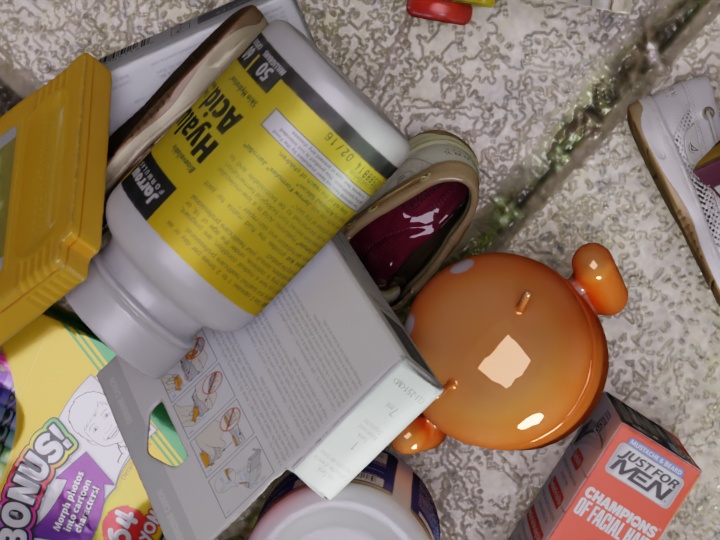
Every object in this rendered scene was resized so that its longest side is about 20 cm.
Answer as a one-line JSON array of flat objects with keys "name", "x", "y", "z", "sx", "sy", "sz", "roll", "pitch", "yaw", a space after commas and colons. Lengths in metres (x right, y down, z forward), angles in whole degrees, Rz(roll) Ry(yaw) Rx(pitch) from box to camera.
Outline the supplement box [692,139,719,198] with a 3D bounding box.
[{"name": "supplement box", "x": 0.319, "y": -0.089, "z": 1.226, "sx": 0.200, "sy": 0.103, "sz": 0.131, "roll": -43, "pitch": 92, "yaw": -15}]

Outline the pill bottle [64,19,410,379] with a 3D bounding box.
[{"name": "pill bottle", "x": -0.075, "y": -0.036, "z": 1.175, "sx": 0.111, "sy": 0.111, "sz": 0.200, "roll": 43, "pitch": 95, "yaw": -3}]

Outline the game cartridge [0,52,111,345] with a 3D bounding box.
[{"name": "game cartridge", "x": -0.227, "y": -0.017, "z": 1.220, "sx": 0.200, "sy": 0.177, "sz": 0.032, "roll": -36, "pitch": 126, "yaw": 27}]

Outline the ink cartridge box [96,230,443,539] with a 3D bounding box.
[{"name": "ink cartridge box", "x": -0.059, "y": 0.065, "z": 1.197, "sx": 0.174, "sy": 0.200, "sz": 0.043, "roll": -45, "pitch": 127, "yaw": 9}]

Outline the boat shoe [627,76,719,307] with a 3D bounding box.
[{"name": "boat shoe", "x": 0.238, "y": -0.026, "z": 1.279, "sx": 0.069, "sy": 0.071, "sz": 0.201, "roll": -26, "pitch": 93, "yaw": 4}]

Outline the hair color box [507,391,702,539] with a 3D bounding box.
[{"name": "hair color box", "x": 0.129, "y": 0.183, "z": 1.283, "sx": 0.064, "sy": 0.111, "sz": 0.201, "roll": 31, "pitch": 96, "yaw": -2}]

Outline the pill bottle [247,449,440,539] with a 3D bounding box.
[{"name": "pill bottle", "x": -0.008, "y": 0.168, "z": 1.241, "sx": 0.115, "sy": 0.200, "sz": 0.117, "roll": 0, "pitch": 95, "yaw": 3}]

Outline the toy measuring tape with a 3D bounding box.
[{"name": "toy measuring tape", "x": 0.086, "y": -0.180, "z": 1.252, "sx": 0.199, "sy": 0.073, "sz": 0.074, "roll": 13, "pitch": 97, "yaw": 30}]

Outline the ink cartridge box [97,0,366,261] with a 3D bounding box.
[{"name": "ink cartridge box", "x": -0.080, "y": -0.062, "z": 1.309, "sx": 0.159, "sy": 0.047, "sz": 0.201, "roll": -23, "pitch": 111, "yaw": 3}]

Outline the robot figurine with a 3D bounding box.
[{"name": "robot figurine", "x": 0.088, "y": 0.048, "z": 1.224, "sx": 0.143, "sy": 0.200, "sz": 0.118, "roll": -4, "pitch": 84, "yaw": 12}]

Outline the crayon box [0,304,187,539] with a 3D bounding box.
[{"name": "crayon box", "x": -0.202, "y": 0.131, "z": 1.314, "sx": 0.171, "sy": 0.058, "sz": 0.201, "roll": 24, "pitch": 96, "yaw": -1}]

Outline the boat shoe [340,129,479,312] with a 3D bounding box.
[{"name": "boat shoe", "x": 0.000, "y": 0.000, "z": 1.279, "sx": 0.074, "sy": 0.066, "sz": 0.200, "roll": 34, "pitch": 104, "yaw": -19}]

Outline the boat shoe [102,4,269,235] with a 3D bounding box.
[{"name": "boat shoe", "x": -0.111, "y": -0.067, "z": 1.245, "sx": 0.072, "sy": 0.072, "sz": 0.200, "roll": 42, "pitch": 95, "yaw": -14}]
